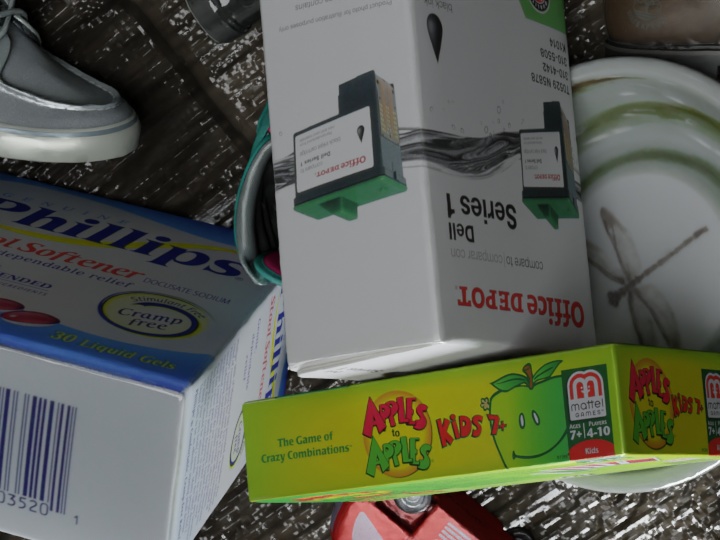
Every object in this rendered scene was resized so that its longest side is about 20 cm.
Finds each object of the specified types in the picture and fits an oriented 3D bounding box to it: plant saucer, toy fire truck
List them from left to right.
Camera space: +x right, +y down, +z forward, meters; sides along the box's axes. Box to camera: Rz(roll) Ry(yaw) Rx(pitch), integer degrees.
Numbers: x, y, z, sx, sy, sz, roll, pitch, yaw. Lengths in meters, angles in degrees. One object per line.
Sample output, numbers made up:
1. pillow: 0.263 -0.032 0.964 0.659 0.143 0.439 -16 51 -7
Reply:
1. toy fire truck: 0.050 0.201 1.118 0.200 0.049 0.141 39 106 -1
2. plant saucer: 0.129 0.002 0.981 0.199 0.050 0.202 -1 89 37

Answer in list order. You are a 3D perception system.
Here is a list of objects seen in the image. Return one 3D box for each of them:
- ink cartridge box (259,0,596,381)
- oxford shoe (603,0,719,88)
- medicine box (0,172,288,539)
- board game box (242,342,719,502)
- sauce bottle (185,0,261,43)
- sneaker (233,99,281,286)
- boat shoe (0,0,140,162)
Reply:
1. ink cartridge box: 0.031 -0.054 0.934 0.084 0.146 0.201 -11 81 33
2. oxford shoe: 0.208 -0.131 0.965 0.199 0.073 0.085 -1 105 14
3. medicine box: -0.143 0.043 1.041 0.181 0.200 0.104 14 113 9
4. board game box: 0.055 0.071 0.940 0.199 0.101 0.048 -12 78 36
5. sauce bottle: 0.004 -0.175 1.008 0.199 0.066 0.066 -31 98 23
6. sneaker: 0.000 0.000 1.034 0.083 0.121 0.201 -22 102 19
7. boat shoe: -0.205 -0.111 1.077 0.200 0.070 0.072 17 117 12
